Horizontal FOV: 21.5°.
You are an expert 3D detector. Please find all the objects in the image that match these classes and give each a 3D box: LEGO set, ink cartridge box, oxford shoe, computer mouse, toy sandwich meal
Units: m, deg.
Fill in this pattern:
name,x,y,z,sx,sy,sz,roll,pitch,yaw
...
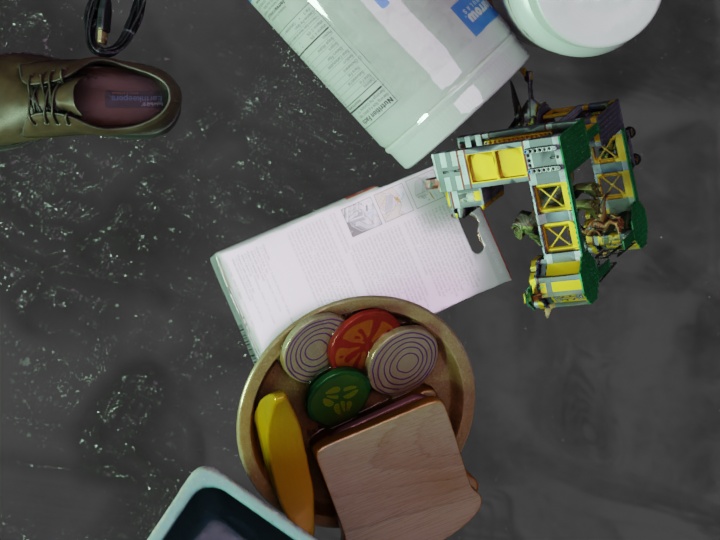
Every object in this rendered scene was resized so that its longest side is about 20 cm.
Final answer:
name,x,y,z,sx,sy,sz,roll,pitch,yaw
LEGO set,0.126,-0.051,1.397,0.116,0.200,0.154,-6,113,27
ink cartridge box,0.000,0.000,1.423,0.200,0.050,0.109,-23,91,-10
oxford shoe,-0.229,-0.128,1.376,0.199,0.084,0.073,-6,90,-8
computer mouse,-0.186,-0.256,1.401,0.058,0.034,0.201,-2,80,-10
toy sandwich meal,0.005,0.118,1.380,0.205,0.070,0.206,-7,112,-17

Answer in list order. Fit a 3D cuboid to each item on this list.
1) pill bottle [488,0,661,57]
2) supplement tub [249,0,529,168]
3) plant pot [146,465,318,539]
name,x,y,z,sx,sy,sz,roll,pitch,yaw
pill bottle,0.154,-0.211,1.373,0.109,0.200,0.110,-1,99,-4
supplement tub,0.013,-0.189,1.393,0.132,0.132,0.200,-44,94,-8
plant pot,-0.088,0.256,1.316,0.196,0.200,0.196,35,87,-5
